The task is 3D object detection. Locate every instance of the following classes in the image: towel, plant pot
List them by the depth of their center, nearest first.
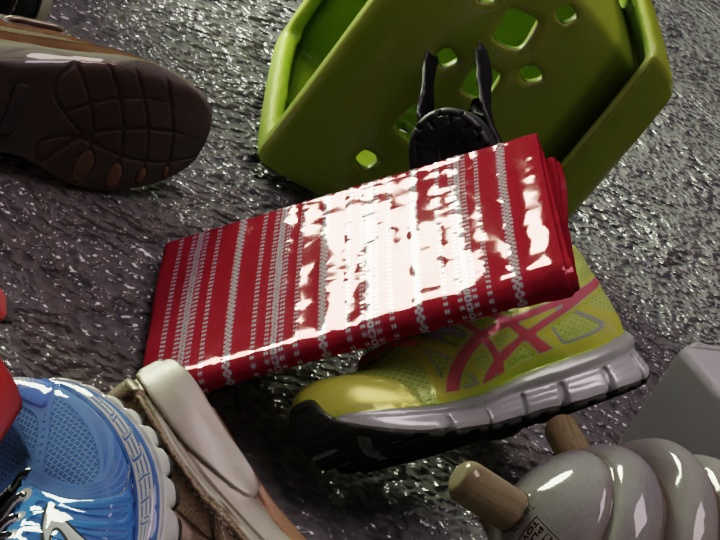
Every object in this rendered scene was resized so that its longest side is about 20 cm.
[{"bbox_3d":[0.000,0.000,0.915,0.145,0.199,0.023,-90,163,-63],"label":"towel"},{"bbox_3d":[0.068,-0.126,1.190,0.181,0.200,0.199,34,23,-15],"label":"plant pot"}]

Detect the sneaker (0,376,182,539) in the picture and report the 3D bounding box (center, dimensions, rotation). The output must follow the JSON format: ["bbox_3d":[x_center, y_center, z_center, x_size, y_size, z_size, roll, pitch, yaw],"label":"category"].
[{"bbox_3d":[-0.109,0.103,0.675,0.089,0.079,0.200,18,28,-34],"label":"sneaker"}]

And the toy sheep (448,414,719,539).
[{"bbox_3d":[0.114,0.130,0.834,0.199,0.138,0.138,27,24,-21],"label":"toy sheep"}]

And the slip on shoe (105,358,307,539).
[{"bbox_3d":[-0.045,0.122,0.746,0.060,0.076,0.200,-29,66,-18],"label":"slip on shoe"}]

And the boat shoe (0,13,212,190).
[{"bbox_3d":[-0.161,-0.094,0.993,0.199,0.076,0.072,12,29,-41],"label":"boat shoe"}]

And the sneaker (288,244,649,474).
[{"bbox_3d":[0.042,0.035,0.926,0.199,0.078,0.091,-12,82,-41],"label":"sneaker"}]

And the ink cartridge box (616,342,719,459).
[{"bbox_3d":[0.242,0.136,1.027,0.144,0.084,0.200,8,34,-41],"label":"ink cartridge box"}]

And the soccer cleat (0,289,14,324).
[{"bbox_3d":[-0.208,-0.039,0.829,0.085,0.069,0.200,30,22,-50],"label":"soccer cleat"}]

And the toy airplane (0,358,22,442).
[{"bbox_3d":[-0.226,-0.013,0.670,0.198,0.141,0.201,-8,59,-24],"label":"toy airplane"}]

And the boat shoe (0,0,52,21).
[{"bbox_3d":[-0.238,-0.179,1.049,0.199,0.075,0.066,43,22,32],"label":"boat shoe"}]

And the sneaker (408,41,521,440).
[{"bbox_3d":[0.061,-0.018,1.040,0.060,0.201,0.104,-10,2,9],"label":"sneaker"}]
